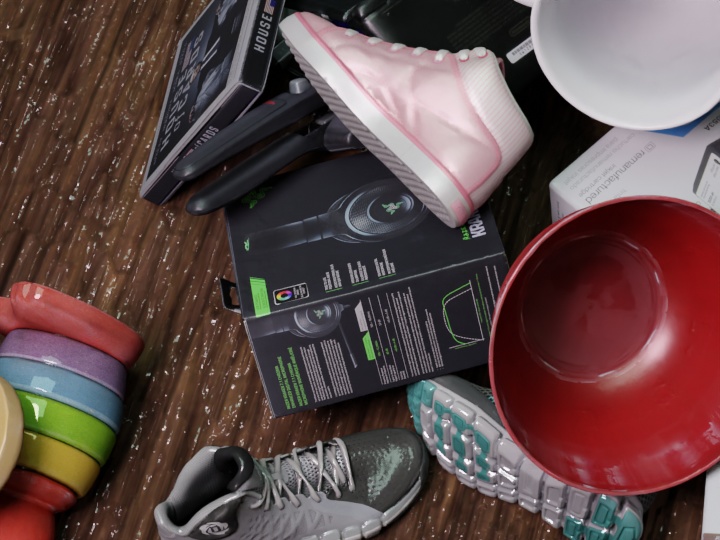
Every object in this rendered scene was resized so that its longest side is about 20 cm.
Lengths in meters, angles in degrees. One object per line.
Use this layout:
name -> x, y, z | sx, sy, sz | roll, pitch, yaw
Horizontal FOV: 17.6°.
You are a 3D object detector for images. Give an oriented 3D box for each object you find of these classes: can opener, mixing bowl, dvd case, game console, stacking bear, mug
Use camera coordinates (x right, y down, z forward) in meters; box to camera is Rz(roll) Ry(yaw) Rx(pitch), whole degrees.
can opener -> -0.055, -0.099, 1.666 | 0.200, 0.064, 0.079 | -26, 11, -34
mixing bowl -> 0.168, 0.037, 1.545 | 0.199, 0.201, 0.108 | -23, 17, -5
dvd case -> -0.106, -0.154, 1.746 | 0.025, 0.200, 0.151 | 22, 59, -18
game console -> 0.066, -0.203, 1.734 | 0.200, 0.116, 0.176 | -38, 92, -24
stacking bear -> -0.234, 0.126, 1.644 | 0.113, 0.121, 0.201 | 23, 73, -19
mug -> 0.187, -0.209, 1.641 | 0.199, 0.148, 0.176 | 12, 35, 13

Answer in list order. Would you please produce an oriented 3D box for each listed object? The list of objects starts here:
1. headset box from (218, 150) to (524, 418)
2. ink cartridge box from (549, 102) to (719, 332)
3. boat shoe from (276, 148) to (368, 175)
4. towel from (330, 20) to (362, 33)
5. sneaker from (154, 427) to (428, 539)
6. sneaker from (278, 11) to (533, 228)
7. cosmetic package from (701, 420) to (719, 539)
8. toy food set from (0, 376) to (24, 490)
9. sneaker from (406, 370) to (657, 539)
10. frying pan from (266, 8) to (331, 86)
headset box -> 0.000, 0.000, 1.653 | 0.199, 0.093, 0.174 | -14, 35, 1
ink cartridge box -> 0.255, -0.027, 1.663 | 0.145, 0.084, 0.200 | -40, 61, -16
boat shoe -> 0.020, -0.099, 1.755 | 0.199, 0.068, 0.072 | -15, 59, 1
towel -> 0.082, -0.238, 1.822 | 0.147, 0.050, 0.200 | 26, 66, 8
sneaker -> -0.049, 0.147, 1.592 | 0.199, 0.116, 0.075 | -24, 59, -5
sneaker -> 0.038, -0.129, 1.612 | 0.105, 0.075, 0.200 | -42, 66, -5
cosmetic package -> 0.272, 0.204, 1.531 | 0.101, 0.074, 0.201 | 1, 59, 11
toy food set -> -0.310, 0.129, 1.612 | 0.200, 0.049, 0.198 | -60, 37, 15
sneaker -> 0.125, 0.117, 1.619 | 0.200, 0.078, 0.091 | 30, 52, 21
frying pan -> -0.054, -0.188, 1.846 | 0.189, 0.031, 0.115 | -17, 58, -5
